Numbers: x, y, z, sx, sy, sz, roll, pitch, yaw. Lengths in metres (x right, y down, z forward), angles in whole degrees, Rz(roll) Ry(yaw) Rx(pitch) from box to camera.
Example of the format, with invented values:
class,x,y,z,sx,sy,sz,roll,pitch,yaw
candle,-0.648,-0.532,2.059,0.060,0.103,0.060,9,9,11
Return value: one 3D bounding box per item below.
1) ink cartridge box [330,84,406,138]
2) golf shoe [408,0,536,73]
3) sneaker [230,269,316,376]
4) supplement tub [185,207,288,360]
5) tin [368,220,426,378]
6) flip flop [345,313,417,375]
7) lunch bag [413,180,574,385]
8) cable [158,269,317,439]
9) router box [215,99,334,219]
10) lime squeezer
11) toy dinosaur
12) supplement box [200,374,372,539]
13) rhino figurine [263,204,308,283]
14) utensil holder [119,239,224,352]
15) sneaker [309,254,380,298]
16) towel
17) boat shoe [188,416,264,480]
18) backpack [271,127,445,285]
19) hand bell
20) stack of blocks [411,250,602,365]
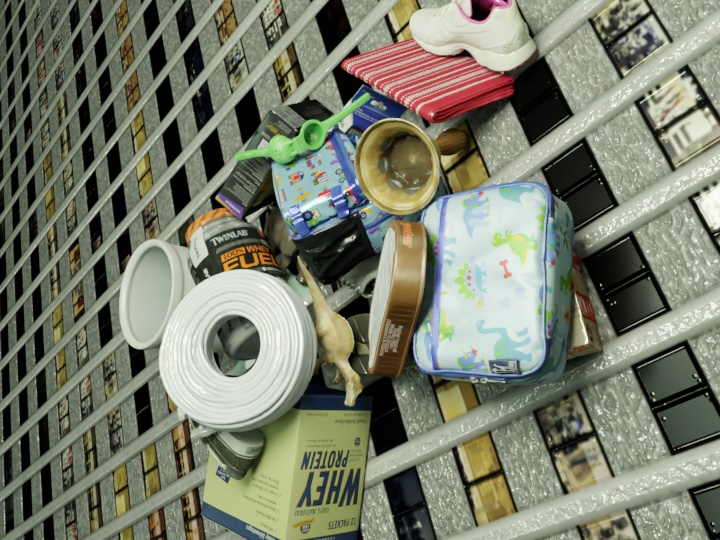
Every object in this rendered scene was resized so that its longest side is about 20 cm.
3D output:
class,x,y,z,sx,sy,sz,roll,pitch,yaw
ink cartridge box,-0.020,-0.169,0.969,0.200,0.099,0.040,-45,53,30
golf shoe,0.133,-0.317,0.843,0.075,0.092,0.199,-46,48,-15
sneaker,-0.152,0.089,1.054,0.201,0.074,0.118,-50,55,5
supplement tub,-0.174,0.017,0.967,0.123,0.122,0.201,-44,64,29
tin,0.037,0.034,0.743,0.113,0.041,0.202,-84,3,-47
flip flop,0.059,0.090,0.874,0.198,0.057,0.082,-13,76,26
lunch bag,0.132,0.017,0.692,0.159,0.082,0.203,-2,76,38
cable,-0.154,0.097,0.835,0.197,0.069,0.203,-12,73,10
router box,-0.120,-0.173,1.008,0.052,0.200,0.158,38,113,1
lime squeezer,-0.075,-0.168,0.854,0.198,0.071,0.038,-23,104,12
toy dinosaur,-0.046,0.080,0.888,0.101,0.058,0.202,-26,85,49
supplement box,-0.105,0.263,0.941,0.198,0.133,0.203,2,82,46
rhino figurine,-0.120,-0.059,1.065,0.200,0.059,0.089,-133,53,-58
utensil holder,-0.264,0.049,1.098,0.169,0.198,0.173,-10,76,43
sneaker,0.000,0.000,0.931,0.198,0.073,0.072,-7,70,43
towel,0.085,-0.251,0.867,0.200,0.143,0.023,42,147,40
boat shoe,-0.206,0.202,0.911,0.200,0.070,0.064,38,107,42
backpack,0.001,-0.104,0.867,0.198,0.135,0.184,-23,42,9
hand bell,0.085,-0.145,0.799,0.103,0.200,0.106,12,116,27
stack of blocks,0.154,0.056,0.752,0.198,0.058,0.117,-20,68,29
